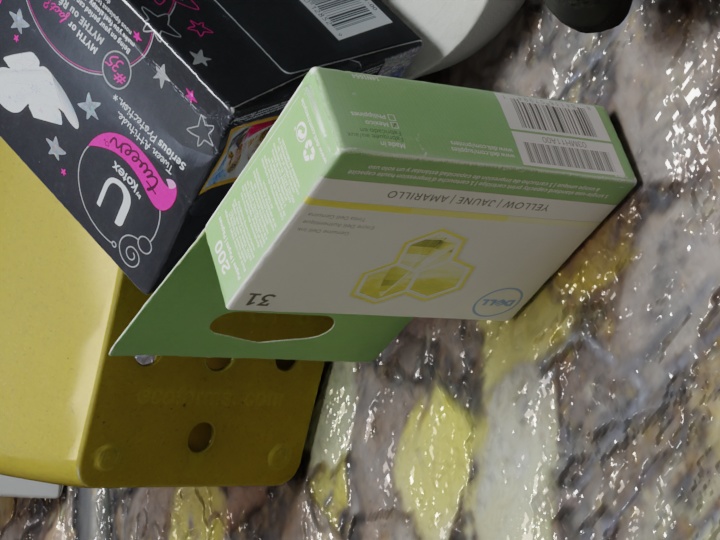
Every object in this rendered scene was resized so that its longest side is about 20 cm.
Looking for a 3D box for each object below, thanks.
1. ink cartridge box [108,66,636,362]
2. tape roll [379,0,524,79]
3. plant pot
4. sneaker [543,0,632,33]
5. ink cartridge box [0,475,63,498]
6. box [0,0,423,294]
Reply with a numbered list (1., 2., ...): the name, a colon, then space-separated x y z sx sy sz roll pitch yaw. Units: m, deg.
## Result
1. ink cartridge box: 0.000 0.000 0.880 0.200 0.145 0.048 -52 46 42
2. tape roll: -0.003 -0.182 0.948 0.202 0.037 0.204 14 113 36
3. plant pot: -0.119 0.014 1.055 0.176 0.199 0.202 27 106 46
4. sneaker: 0.093 -0.185 0.834 0.091 0.075 0.201 66 -144 -60
5. ink cartridge box: -0.287 0.090 1.356 0.200 0.144 0.085 4 88 60
6. box: -0.095 -0.110 0.938 0.200 0.132 0.115 46 132 18
